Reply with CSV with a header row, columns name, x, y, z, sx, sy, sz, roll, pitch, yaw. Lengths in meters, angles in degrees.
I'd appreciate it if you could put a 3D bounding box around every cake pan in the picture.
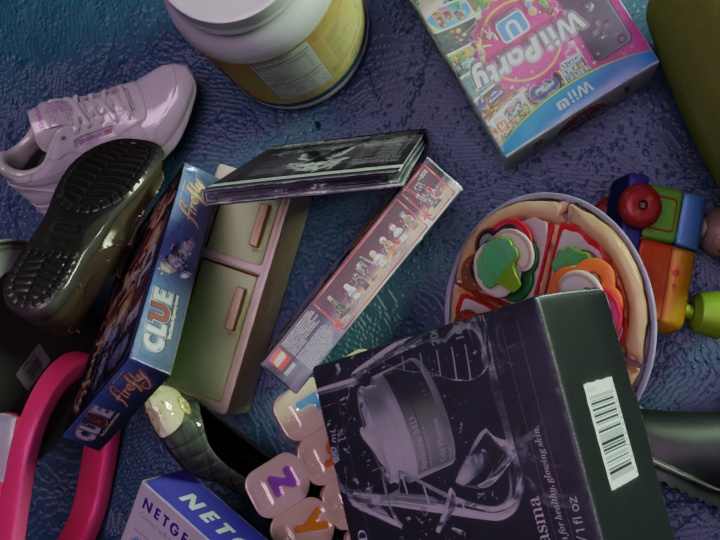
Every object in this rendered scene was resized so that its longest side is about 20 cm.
name,x,y,z,sx,sy,sz,roll,pitch,yaw
cake pan,-0.290,0.077,0.770,0.036,0.200,0.204,9,86,23

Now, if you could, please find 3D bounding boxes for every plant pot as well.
name,x,y,z,sx,sy,sz,roll,pitch,yaw
plant pot,0.311,-0.154,0.694,0.186,0.187,0.202,-35,64,6

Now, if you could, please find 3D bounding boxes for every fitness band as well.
name,x,y,z,sx,sy,sz,roll,pitch,yaw
fitness band,-0.257,0.170,0.782,0.037,0.143,0.204,11,92,19

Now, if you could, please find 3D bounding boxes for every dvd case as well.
name,x,y,z,sx,sy,sz,roll,pitch,yaw
dvd case,-0.026,-0.085,0.739,0.146,0.200,0.016,-5,105,11

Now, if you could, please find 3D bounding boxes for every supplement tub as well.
name,x,y,z,sx,sy,sz,roll,pitch,yaw
supplement tub,-0.078,-0.228,0.758,0.142,0.200,0.148,-1,84,12

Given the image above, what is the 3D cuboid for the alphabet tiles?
name,x,y,z,sx,sy,sz,roll,pitch,yaw
alphabet tiles,0.013,0.172,0.749,0.194,0.015,0.202,-29,86,-20

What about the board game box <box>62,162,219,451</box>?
name,x,y,z,sx,sy,sz,roll,pitch,yaw
board game box,-0.176,0.026,0.748,0.034,0.202,0.135,26,134,-22

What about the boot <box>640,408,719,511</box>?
name,x,y,z,sx,sy,sz,roll,pitch,yaw
boot,0.296,0.099,0.709,0.197,0.076,0.171,23,93,6

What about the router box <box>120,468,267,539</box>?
name,x,y,z,sx,sy,sz,roll,pitch,yaw
router box,-0.112,0.282,0.686,0.198,0.049,0.182,30,107,29

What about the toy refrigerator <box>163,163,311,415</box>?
name,x,y,z,sx,sy,sz,roll,pitch,yaw
toy refrigerator,-0.112,0.017,0.807,0.075,0.070,0.203,17,87,13

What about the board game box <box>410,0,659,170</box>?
name,x,y,z,sx,sy,sz,roll,pitch,yaw
board game box,0.137,-0.213,0.783,0.146,0.064,0.202,-31,80,7

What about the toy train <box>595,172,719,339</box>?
name,x,y,z,sx,sy,sz,roll,pitch,yaw
toy train,0.239,0.033,0.733,0.113,0.085,0.204,10,86,-1

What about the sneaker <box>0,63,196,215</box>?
name,x,y,z,sx,sy,sz,roll,pitch,yaw
sneaker,-0.237,-0.125,0.830,0.199,0.100,0.075,-35,59,5

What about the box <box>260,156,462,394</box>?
name,x,y,z,sx,sy,sz,roll,pitch,yaw
box,0.000,0.000,0.749,0.040,0.137,0.201,39,93,-2

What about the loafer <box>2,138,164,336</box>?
name,x,y,z,sx,sy,sz,roll,pitch,yaw
loafer,-0.226,-0.030,0.773,0.072,0.072,0.202,15,55,18

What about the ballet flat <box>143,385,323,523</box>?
name,x,y,z,sx,sy,sz,roll,pitch,yaw
ballet flat,-0.100,0.147,0.748,0.056,0.200,0.067,-33,38,16

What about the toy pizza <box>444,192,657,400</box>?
name,x,y,z,sx,sy,sz,roll,pitch,yaw
toy pizza,0.137,0.041,0.721,0.198,0.031,0.204,1,92,46

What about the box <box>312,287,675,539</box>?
name,x,y,z,sx,sy,sz,roll,pitch,yaw
box,0.093,0.137,0.654,0.195,0.123,0.204,-21,79,36
